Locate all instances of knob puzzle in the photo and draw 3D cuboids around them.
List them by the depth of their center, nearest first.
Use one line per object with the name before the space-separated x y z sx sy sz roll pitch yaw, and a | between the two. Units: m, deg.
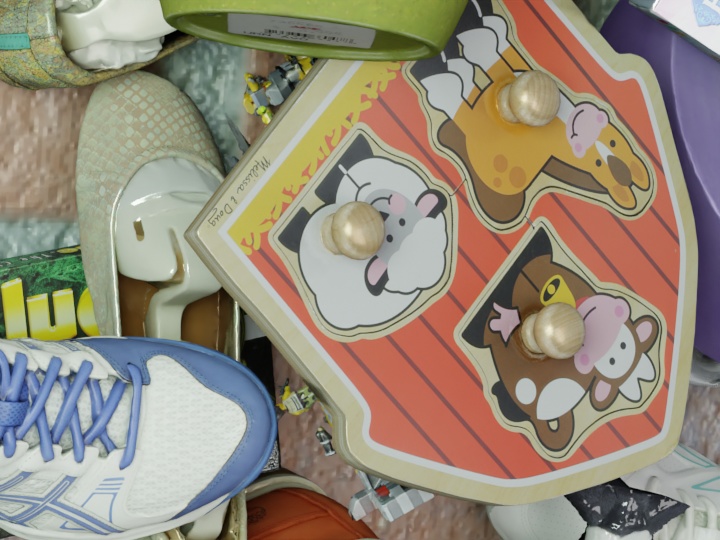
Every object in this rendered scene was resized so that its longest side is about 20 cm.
knob puzzle | 0.056 -0.006 1.007 0.219 0.030 0.221 4 82 -34

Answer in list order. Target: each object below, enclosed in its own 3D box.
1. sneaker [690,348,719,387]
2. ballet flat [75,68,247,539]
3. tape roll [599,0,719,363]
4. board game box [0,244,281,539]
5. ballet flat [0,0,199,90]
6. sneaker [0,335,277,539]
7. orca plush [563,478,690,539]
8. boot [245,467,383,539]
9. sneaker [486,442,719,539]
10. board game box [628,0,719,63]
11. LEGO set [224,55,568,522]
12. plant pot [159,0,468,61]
sneaker | 0.203 0.056 1.266 0.115 0.075 0.201 -18 103 -29
ballet flat | -0.064 0.021 1.057 0.067 0.062 0.201 -4 88 -31
tape roll | 0.197 -0.057 1.188 0.199 0.085 0.201 7 73 -23
board game box | -0.122 0.046 1.081 0.199 0.023 0.105 -13 103 -31
ballet flat | -0.052 -0.120 1.070 0.200 0.071 0.071 -28 113 -26
sneaker | -0.126 0.055 0.976 0.199 0.088 0.076 0 82 -8
orca plush | 0.066 0.159 1.196 0.105 0.071 0.201 -6 121 -21
boot | -0.072 0.151 1.084 0.200 0.107 0.075 -36 119 -21
sneaker | 0.144 0.109 1.233 0.200 0.080 0.071 17 91 -33
board game box | 0.240 -0.135 1.107 0.199 0.043 0.200 32 96 -14
LEGO set | 0.000 0.000 1.080 0.116 0.154 0.200 -29 115 -5
plant pot | -0.006 -0.175 0.935 0.187 0.187 0.201 8 86 -34
